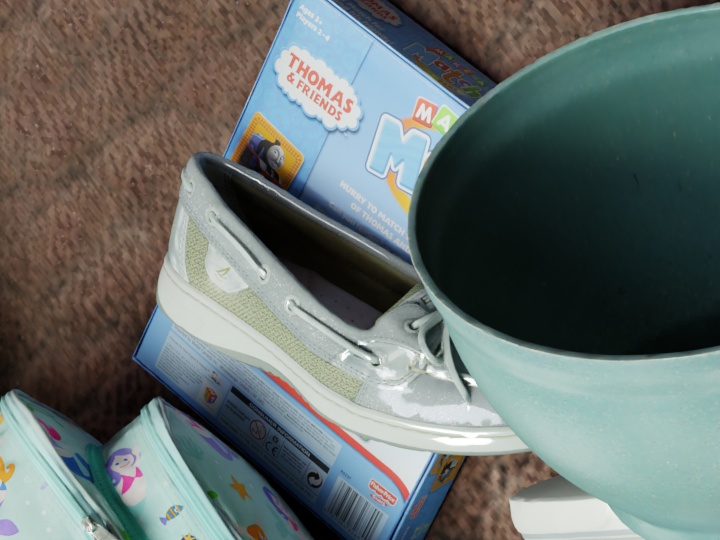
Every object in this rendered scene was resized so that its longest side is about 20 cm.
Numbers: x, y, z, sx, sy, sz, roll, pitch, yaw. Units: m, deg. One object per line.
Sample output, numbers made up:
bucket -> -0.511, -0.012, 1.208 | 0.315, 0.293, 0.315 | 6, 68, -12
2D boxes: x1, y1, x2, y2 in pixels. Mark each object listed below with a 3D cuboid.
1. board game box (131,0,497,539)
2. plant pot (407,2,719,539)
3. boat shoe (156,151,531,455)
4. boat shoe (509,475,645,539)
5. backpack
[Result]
board game box -> 0.000, 0.000, 1.200 | 0.151, 0.037, 0.200 | 39, 123, 22
plant pot -> 0.129, 0.015, 1.028 | 0.200, 0.200, 0.134 | 11, 136, 34
boat shoe -> 0.002, 0.015, 1.136 | 0.202, 0.074, 0.065 | 26, 121, 35
boat shoe -> 0.149, 0.105, 1.103 | 0.199, 0.072, 0.069 | -5, 99, 29
backpack -> -0.097, 0.138, 1.214 | 0.200, 0.178, 0.151 | 43, 90, 17
